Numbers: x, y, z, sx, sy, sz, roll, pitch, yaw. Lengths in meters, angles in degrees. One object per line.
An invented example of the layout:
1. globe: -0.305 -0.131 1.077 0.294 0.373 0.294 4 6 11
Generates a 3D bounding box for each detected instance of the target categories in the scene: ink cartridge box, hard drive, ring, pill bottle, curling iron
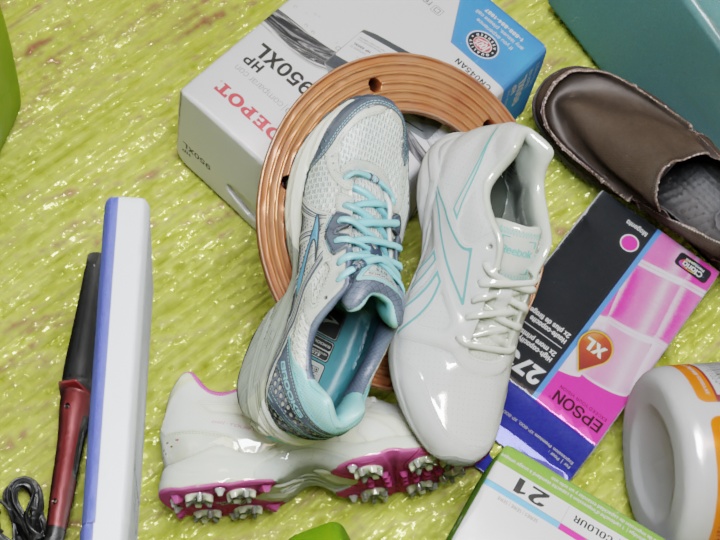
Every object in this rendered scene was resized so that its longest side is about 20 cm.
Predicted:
1. ink cartridge box: 0.090 0.225 0.808 0.147 0.076 0.200 30 64 7
2. ink cartridge box: 0.000 -0.109 0.948 0.145 0.084 0.200 41 67 11
3. hard drive: -0.134 0.079 0.815 0.025 0.132 0.201 2 65 -6
4. ring: 0.026 -0.029 0.871 0.200 0.019 0.202 2 86 -28
5. pill bottle: 0.266 0.108 0.865 0.199 0.113 0.113 -2 65 -10
6. ink cartridge box: 0.135 0.048 0.922 0.095 0.037 0.200 36 68 10
7. curling iron: -0.179 0.076 0.869 0.049 0.026 0.201 13 64 -5

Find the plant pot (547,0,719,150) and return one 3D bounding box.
1. plant pot: 0.253 -0.159 0.982 0.141 0.141 0.201 -28 80 -19

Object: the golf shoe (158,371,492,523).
1. golf shoe: -0.021 0.091 0.860 0.199 0.075 0.092 -4 62 -11

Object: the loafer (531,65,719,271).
1. loafer: 0.197 -0.071 0.942 0.200 0.071 0.073 36 91 15

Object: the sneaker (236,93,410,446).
1. sneaker: 0.000 0.000 0.797 0.077 0.086 0.201 17 81 -27

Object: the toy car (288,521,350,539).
1. toy car: -0.060 0.232 0.685 0.164 0.200 0.158 -22 101 1

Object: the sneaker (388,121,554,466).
1. sneaker: 0.066 0.009 0.825 0.070 0.080 0.201 12 75 -29

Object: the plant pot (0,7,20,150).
1. plant pot: -0.323 -0.085 0.837 0.198 0.200 0.182 15 71 -1
